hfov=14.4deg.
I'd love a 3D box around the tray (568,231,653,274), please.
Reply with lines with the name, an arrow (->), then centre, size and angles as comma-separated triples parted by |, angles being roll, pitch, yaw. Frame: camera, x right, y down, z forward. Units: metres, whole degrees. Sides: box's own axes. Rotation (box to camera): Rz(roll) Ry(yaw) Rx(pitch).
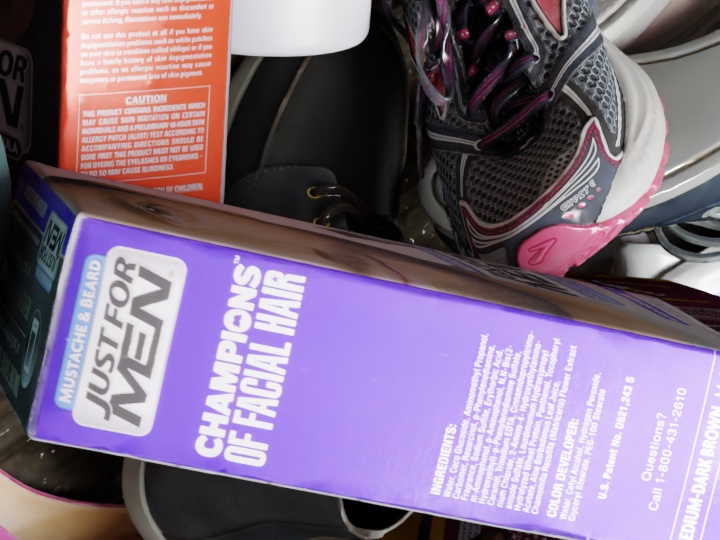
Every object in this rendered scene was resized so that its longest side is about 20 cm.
tray -> 0.096, 0.069, 1.086 | 0.107, 0.022, 0.201 | -5, 107, -37

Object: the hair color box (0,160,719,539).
hair color box -> 0.003, 0.025, 0.779 | 0.199, 0.109, 0.065 | 10, 97, -16

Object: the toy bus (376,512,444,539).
toy bus -> 0.041, 0.119, 1.026 | 0.078, 0.065, 0.201 | -9, 107, -29

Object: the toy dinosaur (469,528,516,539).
toy dinosaur -> 0.012, 0.177, 0.827 | 0.199, 0.105, 0.183 | -4, 93, -49

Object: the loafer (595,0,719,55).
loafer -> 0.130, -0.126, 1.029 | 0.200, 0.072, 0.063 | -40, 141, -13

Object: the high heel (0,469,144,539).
high heel -> -0.104, 0.069, 0.907 | 0.199, 0.067, 0.096 | 9, 110, -25

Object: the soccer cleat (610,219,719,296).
soccer cleat -> 0.112, 0.036, 1.037 | 0.086, 0.070, 0.201 | 26, 83, -29

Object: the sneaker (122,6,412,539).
sneaker -> 0.000, 0.000, 0.913 | 0.075, 0.106, 0.201 | 29, 67, -38

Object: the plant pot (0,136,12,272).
plant pot -> -0.193, 0.029, 0.706 | 0.199, 0.162, 0.201 | 0, 132, 0

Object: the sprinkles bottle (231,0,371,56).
sprinkles bottle -> -0.027, -0.171, 0.887 | 0.068, 0.068, 0.201 | -9, 109, -35

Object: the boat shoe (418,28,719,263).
boat shoe -> 0.114, -0.045, 0.974 | 0.199, 0.075, 0.062 | -27, 142, -13

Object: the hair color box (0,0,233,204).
hair color box -> -0.086, -0.104, 0.843 | 0.061, 0.101, 0.201 | -6, 107, -34

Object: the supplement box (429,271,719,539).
supplement box -> 0.111, 0.072, 0.897 | 0.085, 0.200, 0.111 | 4, 99, -29

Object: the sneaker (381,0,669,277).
sneaker -> 0.039, -0.075, 0.908 | 0.080, 0.201, 0.075 | -32, 133, 21
